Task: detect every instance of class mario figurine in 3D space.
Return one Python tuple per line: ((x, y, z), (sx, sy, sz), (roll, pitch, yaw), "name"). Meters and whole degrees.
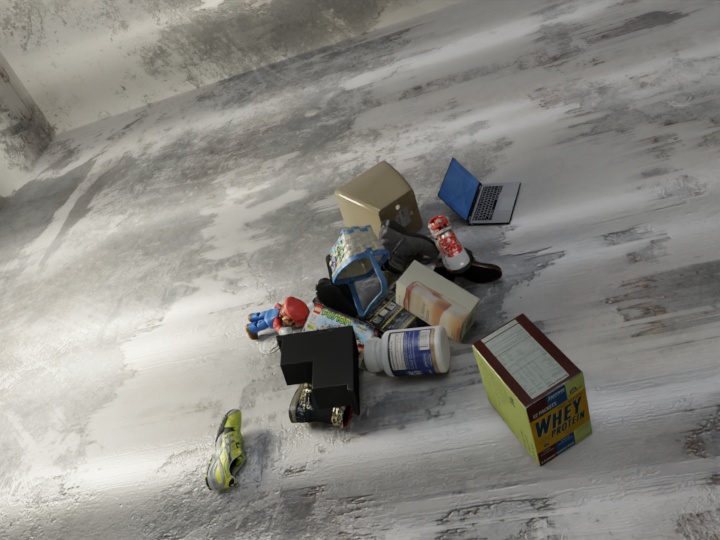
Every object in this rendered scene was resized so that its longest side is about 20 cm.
((-0.227, 0.148, 1.883), (0.197, 0.105, 0.126), (-18, 74, 25), "mario figurine")

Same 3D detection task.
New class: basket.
((0.000, 0.000, 1.719), (0.137, 0.177, 0.203), (-15, 68, -30), "basket")

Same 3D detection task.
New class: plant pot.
((0.071, -0.175, 1.952), (0.198, 0.203, 0.176), (-33, 35, -19), "plant pot")

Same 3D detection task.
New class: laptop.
((0.357, -0.241, 1.966), (0.196, 0.117, 0.189), (1, 45, 28), "laptop")

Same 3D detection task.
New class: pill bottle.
((0.112, 0.198, 1.599), (0.196, 0.112, 0.112), (-7, 41, 20), "pill bottle")

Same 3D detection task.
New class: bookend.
((-0.103, 0.245, 1.563), (0.194, 0.093, 0.202), (-8, 41, 4), "bookend")

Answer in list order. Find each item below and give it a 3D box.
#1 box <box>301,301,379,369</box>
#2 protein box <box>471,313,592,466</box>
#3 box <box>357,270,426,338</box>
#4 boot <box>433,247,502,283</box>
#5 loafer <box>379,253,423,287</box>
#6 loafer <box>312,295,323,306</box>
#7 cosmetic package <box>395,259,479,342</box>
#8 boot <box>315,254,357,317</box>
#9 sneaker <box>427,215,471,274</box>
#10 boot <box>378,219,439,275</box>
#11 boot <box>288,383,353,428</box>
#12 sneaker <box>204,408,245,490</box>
((-0.057, 0.168, 1.714), (0.197, 0.035, 0.112), (19, 82, 30), "box")
((0.352, 0.242, 1.354), (0.133, 0.201, 0.201), (-29, 39, -7), "protein box")
((0.113, 0.101, 1.760), (0.200, 0.050, 0.160), (-42, 40, -22), "box")
((0.299, -0.025, 1.786), (0.196, 0.075, 0.098), (3, 49, 33), "boot")
((0.118, -0.032, 1.890), (0.074, 0.070, 0.201), (13, 52, 37), "loafer")
((-0.099, 0.141, 1.811), (0.062, 0.072, 0.201), (-33, 42, -5), "loafer")
((0.191, 0.077, 1.653), (0.198, 0.104, 0.087), (32, 62, 23), "cosmetic package")
((-0.074, 0.021, 1.856), (0.065, 0.165, 0.202), (-26, 39, 18), "boot")
((0.231, -0.075, 1.752), (0.066, 0.109, 0.202), (-26, 26, 5), "sneaker")
((0.124, -0.042, 1.835), (0.070, 0.197, 0.134), (137, 153, -61), "boot")
((-0.076, 0.296, 1.625), (0.151, 0.074, 0.206), (4, 46, 24), "boot")
((-0.311, 0.434, 1.595), (0.075, 0.076, 0.203), (-2, 54, 14), "sneaker")
